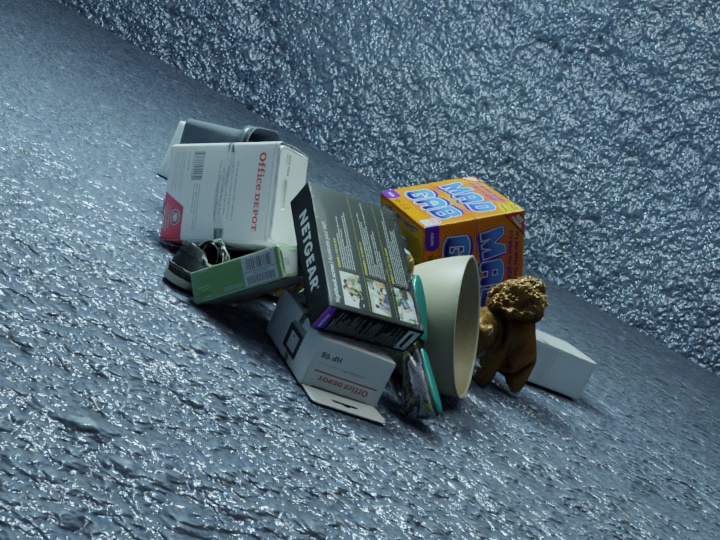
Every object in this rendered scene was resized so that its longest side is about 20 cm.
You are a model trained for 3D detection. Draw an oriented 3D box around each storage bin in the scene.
[{"bbox_3d":[-0.238,-0.151,1.740,0.132,0.204,0.145,18,8,18],"label":"storage bin"}]

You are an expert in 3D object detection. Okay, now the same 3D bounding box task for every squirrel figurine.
[{"bbox_3d":[0.214,0.081,1.719,0.141,0.201,0.186,40,8,37],"label":"squirrel figurine"}]

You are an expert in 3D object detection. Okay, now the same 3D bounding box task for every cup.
[{"bbox_3d":[0.087,0.075,1.535,0.140,0.205,0.200,5,5,16],"label":"cup"}]

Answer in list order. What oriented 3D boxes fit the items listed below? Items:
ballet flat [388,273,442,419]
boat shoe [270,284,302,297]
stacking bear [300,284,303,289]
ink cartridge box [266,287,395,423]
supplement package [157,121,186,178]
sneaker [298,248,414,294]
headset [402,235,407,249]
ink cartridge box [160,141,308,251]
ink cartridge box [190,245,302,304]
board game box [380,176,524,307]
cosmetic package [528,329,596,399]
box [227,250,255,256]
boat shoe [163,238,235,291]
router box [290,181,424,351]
[{"bbox_3d":[0.059,0.100,1.393,0.071,0.072,0.204,18,54,-40],"label":"ballet flat"},{"bbox_3d":[-0.122,0.003,1.628,0.068,0.072,0.199,9,1,26],"label":"boat shoe"},{"bbox_3d":[0.000,0.000,1.667,0.113,0.123,0.199,35,23,20],"label":"stacking bear"},{"bbox_3d":[-0.033,0.105,1.343,0.114,0.068,0.200,21,13,-28],"label":"ink cartridge box"},{"bbox_3d":[-0.266,-0.190,2.034,0.198,0.111,0.114,28,10,6],"label":"supplement package"},{"bbox_3d":[-0.020,0.020,1.494,0.088,0.197,0.077,-151,-144,-83],"label":"sneaker"},{"bbox_3d":[0.031,0.013,1.826,0.092,0.124,0.202,21,35,-13],"label":"headset"},{"bbox_3d":[-0.183,-0.106,1.550,0.197,0.149,0.084,2,-8,30],"label":"ink cartridge box"},{"bbox_3d":[-0.113,0.004,1.423,0.143,0.049,0.199,-17,-8,26],"label":"ink cartridge box"},{"bbox_3d":[0.163,-0.033,1.934,0.196,0.204,0.200,-10,25,-19],"label":"board game box"},{"bbox_3d":[0.322,0.157,1.955,0.198,0.082,0.113,20,11,-32],"label":"cosmetic package"},{"bbox_3d":[-0.140,-0.044,1.679,0.141,0.037,0.199,-7,-5,27],"label":"box"},{"bbox_3d":[-0.199,-0.010,1.475,0.072,0.064,0.199,29,10,18],"label":"boat shoe"},{"bbox_3d":[-0.006,-0.006,1.356,0.147,0.051,0.203,17,44,-33],"label":"router box"}]
